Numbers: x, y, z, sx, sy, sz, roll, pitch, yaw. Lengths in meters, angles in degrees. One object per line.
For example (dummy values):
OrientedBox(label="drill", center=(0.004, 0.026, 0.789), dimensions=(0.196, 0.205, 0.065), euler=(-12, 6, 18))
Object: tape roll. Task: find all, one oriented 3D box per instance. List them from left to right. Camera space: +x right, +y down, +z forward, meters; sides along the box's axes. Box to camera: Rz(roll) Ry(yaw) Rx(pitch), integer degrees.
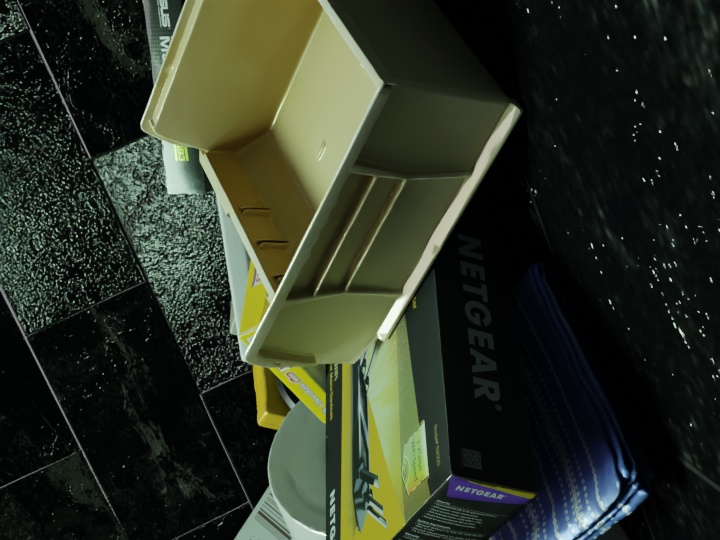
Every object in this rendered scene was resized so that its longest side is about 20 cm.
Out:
OrientedBox(label="tape roll", center=(0.034, 0.146, 0.866), dimensions=(0.203, 0.201, 0.071), euler=(-124, 13, -56))

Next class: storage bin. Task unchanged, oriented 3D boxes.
OrientedBox(label="storage bin", center=(-0.032, -0.081, 0.655), dimensions=(0.199, 0.093, 0.201), euler=(-60, 44, 34))

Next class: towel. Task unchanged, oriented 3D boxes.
OrientedBox(label="towel", center=(0.079, 0.107, 0.671), dimensions=(0.200, 0.024, 0.146), euler=(-55, 46, 44))

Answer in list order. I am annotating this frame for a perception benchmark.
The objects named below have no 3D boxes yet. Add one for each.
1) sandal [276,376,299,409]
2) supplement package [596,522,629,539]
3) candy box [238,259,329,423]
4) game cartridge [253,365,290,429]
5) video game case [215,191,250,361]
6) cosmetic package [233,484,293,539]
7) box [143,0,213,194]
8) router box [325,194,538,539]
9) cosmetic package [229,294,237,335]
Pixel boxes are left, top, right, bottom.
OrientedBox(label="sandal", center=(-0.030, 0.082, 1.239), dimensions=(0.075, 0.045, 0.200), euler=(38, -141, -5))
OrientedBox(label="supplement package", center=(0.135, 0.288, 0.784), dimensions=(0.200, 0.150, 0.152), euler=(78, 166, -63))
OrientedBox(label="candy box", center=(-0.038, -0.001, 0.822), dimensions=(0.102, 0.026, 0.201), euler=(51, -152, -35))
OrientedBox(label="game cartridge", center=(-0.037, 0.102, 1.280), dimensions=(0.033, 0.175, 0.201), euler=(-55, 30, 38))
OrientedBox(label="video game case", center=(-0.093, -0.019, 1.010), dimensions=(0.182, 0.023, 0.202), euler=(48, -148, -82))
OrientedBox(label="cosmetic package", center=(0.022, 0.264, 1.094), dimensions=(0.200, 0.166, 0.165), euler=(38, 171, -34))
OrientedBox(label="box", center=(-0.137, -0.191, 1.107), dimensions=(0.200, 0.047, 0.195), euler=(-49, -45, -64))
OrientedBox(label="router box", center=(0.031, 0.075, 0.674), dimensions=(0.158, 0.052, 0.201), euler=(124, 154, -43))
OrientedBox(label="cosmetic package", center=(-0.078, -0.032, 1.201), dimensions=(0.106, 0.070, 0.201), euler=(-92, 18, -50))
